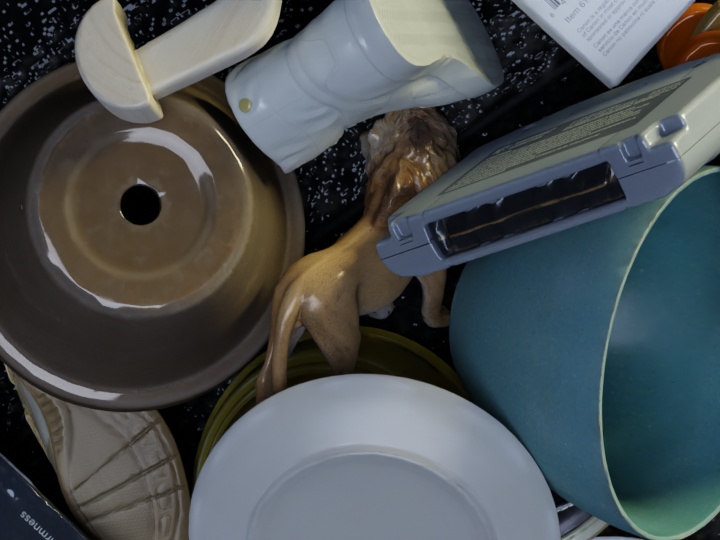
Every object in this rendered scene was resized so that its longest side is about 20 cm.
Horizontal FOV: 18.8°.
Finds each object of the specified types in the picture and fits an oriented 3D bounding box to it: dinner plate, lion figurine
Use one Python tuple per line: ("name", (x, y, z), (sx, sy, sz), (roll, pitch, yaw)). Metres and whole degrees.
("dinner plate", (0.006, 0.148, 1.146), (0.199, 0.024, 0.201), (2, 116, 5))
("lion figurine", (0.000, 0.000, 1.181), (0.072, 0.200, 0.123), (13, 130, 21))

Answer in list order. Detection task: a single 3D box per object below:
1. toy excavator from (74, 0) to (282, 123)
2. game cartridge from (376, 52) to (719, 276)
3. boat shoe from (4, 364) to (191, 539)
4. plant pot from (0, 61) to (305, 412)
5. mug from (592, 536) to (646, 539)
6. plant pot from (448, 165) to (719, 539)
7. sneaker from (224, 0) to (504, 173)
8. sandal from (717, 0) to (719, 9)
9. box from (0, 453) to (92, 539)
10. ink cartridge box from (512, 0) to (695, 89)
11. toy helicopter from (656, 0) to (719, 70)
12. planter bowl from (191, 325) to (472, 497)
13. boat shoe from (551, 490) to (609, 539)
("toy excavator", (-0.036, -0.172, 1.046), (0.194, 0.100, 0.201), (2, 80, 5))
("game cartridge", (0.114, -0.057, 1.113), (0.200, 0.133, 0.042), (-19, 100, 44))
("boat shoe", (-0.156, 0.082, 1.265), (0.074, 0.069, 0.201), (-25, 97, -6))
("plant pot", (-0.118, -0.026, 1.147), (0.199, 0.175, 0.201), (1, 85, -9))
("mug", (0.167, 0.256, 1.256), (0.200, 0.148, 0.176), (-28, 123, -19))
("plant pot", (0.128, 0.034, 1.183), (0.134, 0.200, 0.201), (11, 109, 36))
("sneaker", (-0.002, -0.104, 1.147), (0.115, 0.200, 0.074), (-29, 81, 21))
("sandal", (0.216, -0.148, 1.093), (0.079, 0.059, 0.207), (-37, 113, 0))
("box", (-0.276, 0.182, 1.231), (0.200, 0.124, 0.197), (44, 72, -6))
("ink cartridge box", (0.108, -0.220, 1.153), (0.200, 0.084, 0.145), (41, 103, -7))
("toy helicopter", (0.263, -0.137, 1.168), (0.132, 0.079, 0.200), (38, 106, -13))
("planter bowl", (-0.025, 0.130, 1.218), (0.200, 0.083, 0.201), (-1, 86, 23))
("boat shoe", (0.053, 0.146, 1.265), (0.199, 0.072, 0.065), (-18, 108, 15))
